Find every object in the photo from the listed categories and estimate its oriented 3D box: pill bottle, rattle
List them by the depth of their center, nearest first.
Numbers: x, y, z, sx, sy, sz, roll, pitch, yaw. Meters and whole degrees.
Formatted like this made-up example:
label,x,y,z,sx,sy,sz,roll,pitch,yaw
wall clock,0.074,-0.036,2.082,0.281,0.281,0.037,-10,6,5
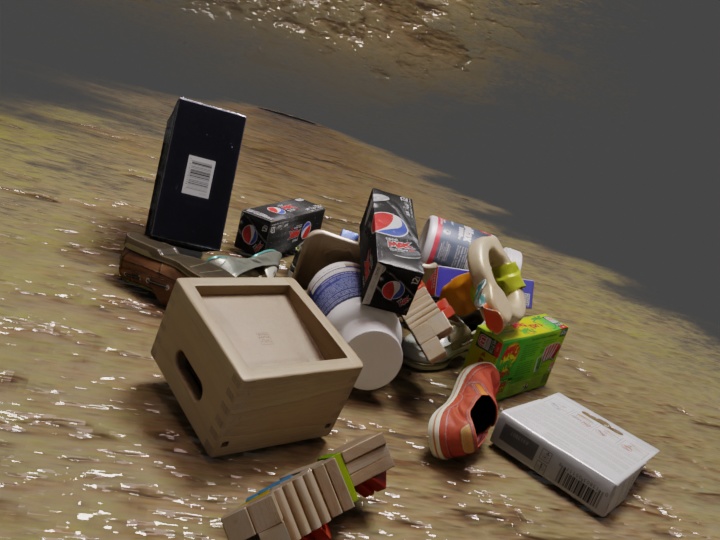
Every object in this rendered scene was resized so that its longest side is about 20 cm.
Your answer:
label,x,y,z,sx,sy,sz,roll,pitch,yaw
pill bottle,-0.007,0.074,1.019,0.109,0.112,0.200,13,18,-17
rattle,0.142,0.042,1.030,0.141,0.132,0.201,-9,26,24
pill bottle,0.214,-0.024,1.524,0.197,0.121,0.120,18,17,-4

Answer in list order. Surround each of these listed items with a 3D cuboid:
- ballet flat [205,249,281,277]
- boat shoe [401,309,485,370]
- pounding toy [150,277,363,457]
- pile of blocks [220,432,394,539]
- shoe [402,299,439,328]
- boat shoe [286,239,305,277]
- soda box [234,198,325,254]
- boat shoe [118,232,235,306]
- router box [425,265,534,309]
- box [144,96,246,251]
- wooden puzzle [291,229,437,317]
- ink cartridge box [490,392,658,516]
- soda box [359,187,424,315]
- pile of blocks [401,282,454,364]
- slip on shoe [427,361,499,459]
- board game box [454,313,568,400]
label,x,y,z,sx,sy,sz,roll,pitch,yaw
ballet flat,-0.168,0.011,1.144,0.064,0.067,0.199,54,22,12
boat shoe,0.128,0.096,1.154,0.074,0.069,0.199,33,26,32
pounding toy,-0.121,0.098,0.840,0.182,0.144,0.200,1,35,-43
pile of blocks,-0.044,0.211,0.688,0.199,0.082,0.063,-17,81,-47
shoe,0.166,0.082,1.266,0.197,0.054,0.070,10,20,-26
boat shoe,-0.074,-0.028,1.337,0.071,0.061,0.202,20,18,5
soda box,-0.141,-0.079,1.372,0.063,0.072,0.199,23,19,20
boat shoe,-0.241,0.016,1.031,0.198,0.069,0.072,25,11,24
router box,0.166,0.028,1.316,0.197,0.050,0.179,8,-3,-25
box,-0.255,-0.137,1.161,0.103,0.203,0.182,12,-3,-20
wooden puzzle,0.000,0.000,1.168,0.197,0.186,0.047,14,62,-8
ink cartridge box,0.278,0.226,0.978,0.161,0.058,0.199,30,12,32
soda box,0.038,-0.030,1.017,0.062,0.072,0.201,14,31,-10
pile of blocks,0.093,0.064,1.035,0.083,0.062,0.200,60,1,-28
slip on shoe,0.142,0.169,0.933,0.060,0.075,0.200,-7,12,27
board game box,0.224,0.126,1.112,0.047,0.103,0.198,29,20,35
